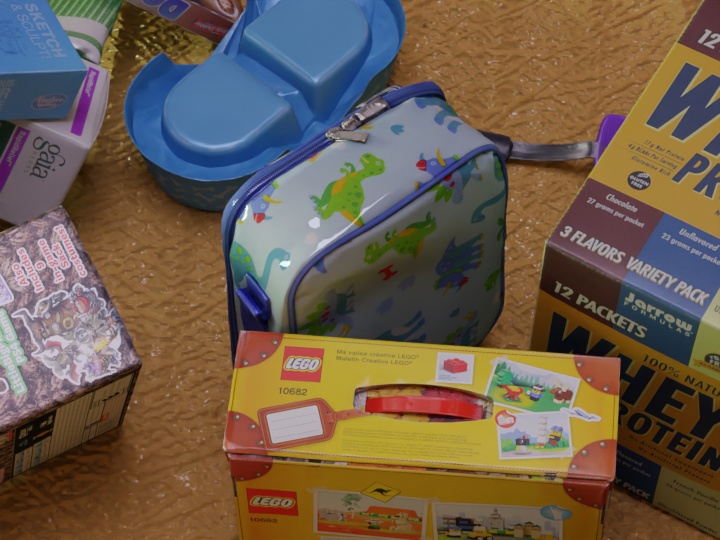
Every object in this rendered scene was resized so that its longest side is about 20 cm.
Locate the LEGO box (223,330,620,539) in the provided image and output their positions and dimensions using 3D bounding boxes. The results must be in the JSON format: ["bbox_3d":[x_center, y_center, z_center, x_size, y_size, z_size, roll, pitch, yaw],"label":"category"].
[{"bbox_3d":[0.033,0.109,1.253,0.199,0.149,0.077,4,56,4],"label":"LEGO box"}]

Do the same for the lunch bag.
[{"bbox_3d":[0.000,0.000,1.298,0.161,0.200,0.082,-34,60,-19],"label":"lunch bag"}]

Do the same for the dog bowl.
[{"bbox_3d":[-0.057,-0.114,1.469,0.111,0.050,0.200,37,65,24],"label":"dog bowl"}]

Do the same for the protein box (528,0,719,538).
[{"bbox_3d":[0.196,-0.001,1.291,0.135,0.200,0.199,27,60,15],"label":"protein box"}]

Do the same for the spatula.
[{"bbox_3d":[0.108,-0.075,1.454,0.199,0.021,0.057,6,69,8],"label":"spatula"}]

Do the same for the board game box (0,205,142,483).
[{"bbox_3d":[-0.231,0.068,1.267,0.199,0.159,0.097,-25,80,-16],"label":"board game box"}]

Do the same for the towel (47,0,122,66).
[{"bbox_3d":[-0.221,-0.192,1.507,0.152,0.023,0.200,3,36,3],"label":"towel"}]

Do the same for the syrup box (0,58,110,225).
[{"bbox_3d":[-0.257,-0.107,1.397,0.199,0.079,0.082,24,39,-12],"label":"syrup box"}]

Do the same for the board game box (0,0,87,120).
[{"bbox_3d":[-0.267,-0.169,1.358,0.153,0.040,0.200,-7,52,-40],"label":"board game box"}]

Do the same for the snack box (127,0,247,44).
[{"bbox_3d":[-0.153,-0.203,1.464,0.024,0.200,0.072,-39,52,26],"label":"snack box"}]
